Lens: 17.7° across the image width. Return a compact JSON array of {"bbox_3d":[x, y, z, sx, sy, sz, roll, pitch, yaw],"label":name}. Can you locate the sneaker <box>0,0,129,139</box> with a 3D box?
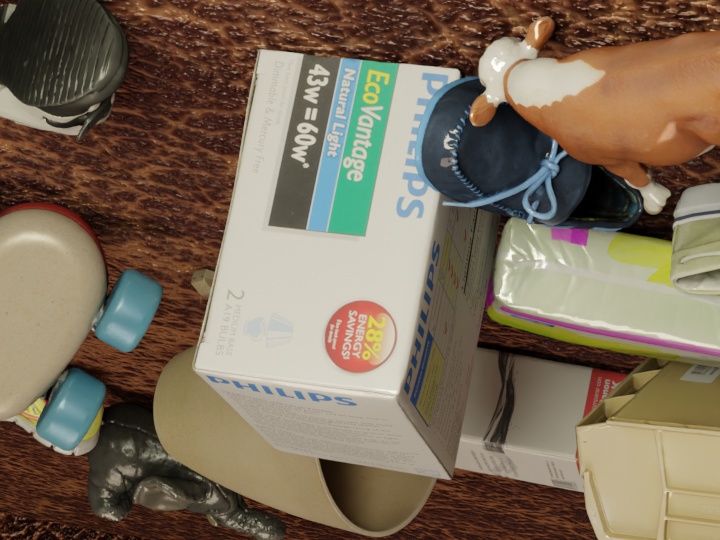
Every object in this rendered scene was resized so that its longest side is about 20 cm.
[{"bbox_3d":[-0.168,-0.116,1.336,0.088,0.075,0.200,22,173,-32],"label":"sneaker"}]

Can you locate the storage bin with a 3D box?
[{"bbox_3d":[0.274,0.114,1.565,0.197,0.094,0.200,4,-158,30],"label":"storage bin"}]

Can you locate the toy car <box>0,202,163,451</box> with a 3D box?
[{"bbox_3d":[-0.268,0.014,1.831,0.184,0.177,0.200,29,-168,-11],"label":"toy car"}]

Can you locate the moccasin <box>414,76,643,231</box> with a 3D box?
[{"bbox_3d":[0.102,-0.064,1.284,0.068,0.081,0.200,22,-172,31],"label":"moccasin"}]

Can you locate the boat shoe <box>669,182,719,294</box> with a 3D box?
[{"bbox_3d":[0.263,-0.017,1.341,0.072,0.062,0.199,23,162,-36],"label":"boat shoe"}]

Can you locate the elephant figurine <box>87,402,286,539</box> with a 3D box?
[{"bbox_3d":[-0.188,0.212,2.481,0.199,0.143,0.155,11,-175,24],"label":"elephant figurine"}]

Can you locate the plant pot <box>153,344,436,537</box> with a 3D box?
[{"bbox_3d":[-0.062,0.111,1.851,0.199,0.189,0.187,1,162,35],"label":"plant pot"}]

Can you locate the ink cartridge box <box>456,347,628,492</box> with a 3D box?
[{"bbox_3d":[0.140,0.127,1.949,0.199,0.084,0.144,9,166,11],"label":"ink cartridge box"}]

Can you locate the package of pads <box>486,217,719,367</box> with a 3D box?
[{"bbox_3d":[0.182,0.017,1.490,0.199,0.069,0.155,12,175,2],"label":"package of pads"}]

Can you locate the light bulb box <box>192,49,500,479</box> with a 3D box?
[{"bbox_3d":[0.000,0.000,1.364,0.124,0.200,0.200,7,164,14],"label":"light bulb box"}]

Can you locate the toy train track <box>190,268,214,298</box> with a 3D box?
[{"bbox_3d":[-0.052,0.046,1.915,0.199,0.033,0.114,22,163,-28],"label":"toy train track"}]

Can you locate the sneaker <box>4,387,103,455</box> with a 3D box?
[{"bbox_3d":[-0.352,0.115,2.389,0.199,0.078,0.090,21,139,-12],"label":"sneaker"}]

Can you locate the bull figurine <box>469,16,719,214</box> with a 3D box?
[{"bbox_3d":[0.149,-0.081,1.166,0.121,0.065,0.199,30,163,-36],"label":"bull figurine"}]
